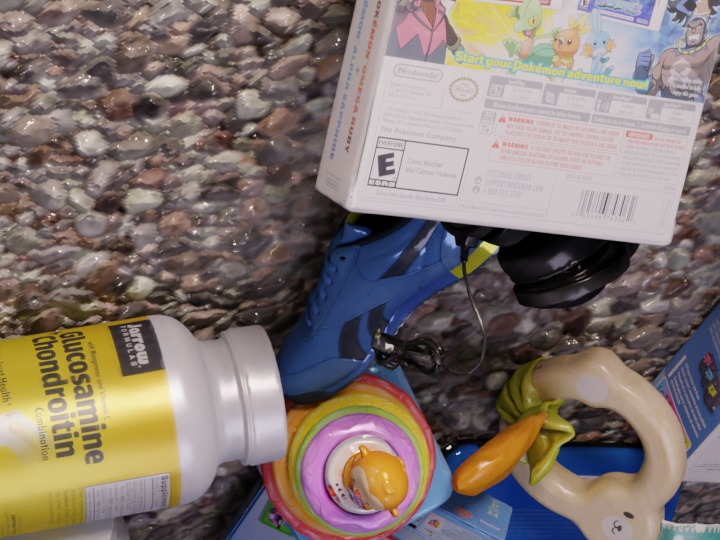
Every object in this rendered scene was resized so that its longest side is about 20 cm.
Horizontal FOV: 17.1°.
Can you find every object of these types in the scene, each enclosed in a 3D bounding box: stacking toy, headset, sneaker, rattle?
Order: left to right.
[{"bbox_3d":[0.000,0.000,1.379,0.078,0.066,0.200,28,127,-27],"label":"sneaker"},{"bbox_3d":[0.001,0.117,1.403,0.110,0.116,0.200,-26,-175,-5],"label":"stacking toy"},{"bbox_3d":[0.081,-0.026,1.302,0.123,0.200,0.094,43,158,-24],"label":"headset"},{"bbox_3d":[0.157,0.160,1.529,0.130,0.143,0.200,-22,109,17],"label":"rattle"}]

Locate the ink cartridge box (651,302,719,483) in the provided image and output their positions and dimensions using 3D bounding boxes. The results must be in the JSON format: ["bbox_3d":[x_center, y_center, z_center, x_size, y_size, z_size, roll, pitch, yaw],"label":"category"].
[{"bbox_3d":[0.295,0.056,1.566,0.136,0.076,0.200,5,140,-30],"label":"ink cartridge box"}]

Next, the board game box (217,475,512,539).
[{"bbox_3d":[-0.012,0.190,1.585,0.151,0.037,0.200,28,131,-7],"label":"board game box"}]

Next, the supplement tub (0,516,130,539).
[{"bbox_3d":[-0.213,0.205,1.479,0.144,0.145,0.200,-9,144,-12],"label":"supplement tub"}]

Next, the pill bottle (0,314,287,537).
[{"bbox_3d":[-0.148,0.087,1.378,0.200,0.112,0.112,-10,144,-13],"label":"pill bottle"}]

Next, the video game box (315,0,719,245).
[{"bbox_3d":[0.088,-0.112,1.199,0.200,0.047,0.183,6,106,-30],"label":"video game box"}]

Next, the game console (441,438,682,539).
[{"bbox_3d":[0.107,0.183,1.703,0.200,0.118,0.171,3,108,-28],"label":"game console"}]
